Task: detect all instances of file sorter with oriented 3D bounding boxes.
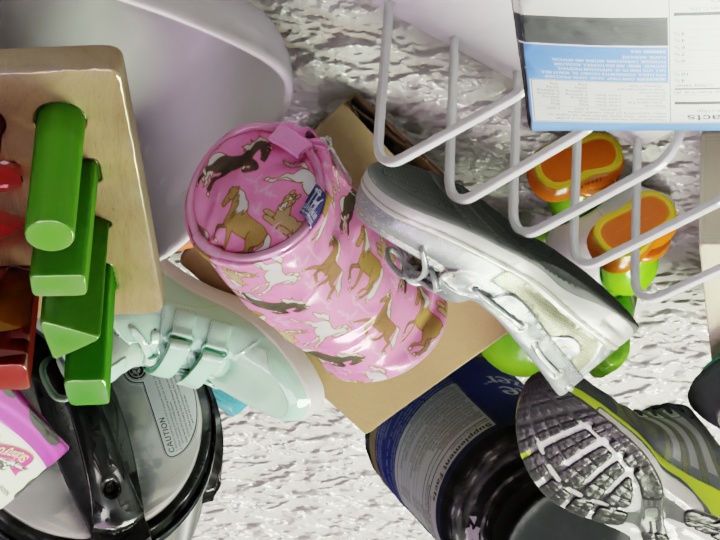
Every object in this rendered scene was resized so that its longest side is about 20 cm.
[{"bbox_3d":[0.121,-0.087,1.436,0.200,0.125,0.139,26,144,-32],"label":"file sorter"}]

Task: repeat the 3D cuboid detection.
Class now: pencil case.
[{"bbox_3d":[-0.021,-0.007,1.506,0.086,0.083,0.200,-10,154,18],"label":"pencil case"}]

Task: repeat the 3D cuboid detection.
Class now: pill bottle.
[{"bbox_3d":[0.088,0.132,1.743,0.112,0.112,0.200,24,-170,-30],"label":"pill bottle"}]

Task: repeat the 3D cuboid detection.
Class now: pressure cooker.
[{"bbox_3d":[-0.179,0.118,1.775,0.176,0.179,0.200,28,158,4],"label":"pressure cooker"}]

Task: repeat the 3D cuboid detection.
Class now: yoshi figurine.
[{"bbox_3d":[0.118,0.008,1.633,0.112,0.113,0.200,12,153,3],"label":"yoshi figurine"}]

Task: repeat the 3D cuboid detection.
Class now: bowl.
[{"bbox_3d":[-0.150,-0.103,1.479,0.200,0.075,0.200,20,137,-22],"label":"bowl"}]

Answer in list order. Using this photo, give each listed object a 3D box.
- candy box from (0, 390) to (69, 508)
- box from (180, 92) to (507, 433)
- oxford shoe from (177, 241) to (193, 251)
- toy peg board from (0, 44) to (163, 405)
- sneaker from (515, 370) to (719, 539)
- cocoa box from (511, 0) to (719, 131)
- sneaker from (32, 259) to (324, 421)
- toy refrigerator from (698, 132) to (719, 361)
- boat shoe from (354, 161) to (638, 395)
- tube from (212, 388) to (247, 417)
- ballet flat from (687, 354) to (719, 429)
[{"bbox_3d":[-0.273,0.036,1.657,0.061,0.200,0.136,-41,143,-4],"label":"candy box"},{"bbox_3d":[0.000,0.000,1.635,0.163,0.021,0.200,43,139,-7],"label":"box"},{"bbox_3d":[-0.148,-0.057,1.590,0.200,0.071,0.073,1,145,8],"label":"oxford shoe"},{"bbox_3d":[-0.215,-0.012,1.456,0.199,0.098,0.200,-2,140,2],"label":"toy peg board"},{"bbox_3d":[0.162,0.109,1.638,0.074,0.081,0.200,-29,130,30],"label":"sneaker"},{"bbox_3d":[0.135,-0.174,1.198,0.133,0.200,0.131,0,151,7],"label":"cocoa box"},{"bbox_3d":[-0.127,0.058,1.669,0.200,0.118,0.074,33,144,0],"label":"sneaker"},{"bbox_3d":[0.239,0.002,1.626,0.070,0.076,0.200,-1,150,10],"label":"toy refrigerator"},{"bbox_3d":[0.067,0.006,1.481,0.202,0.074,0.065,30,103,-42],"label":"boat shoe"},{"bbox_3d":[-0.063,0.046,1.785,0.077,0.050,0.200,39,143,-15],"label":"tube"},{"bbox_3d":[0.248,0.066,1.591,0.073,0.073,0.200,17,149,-20],"label":"ballet flat"}]
